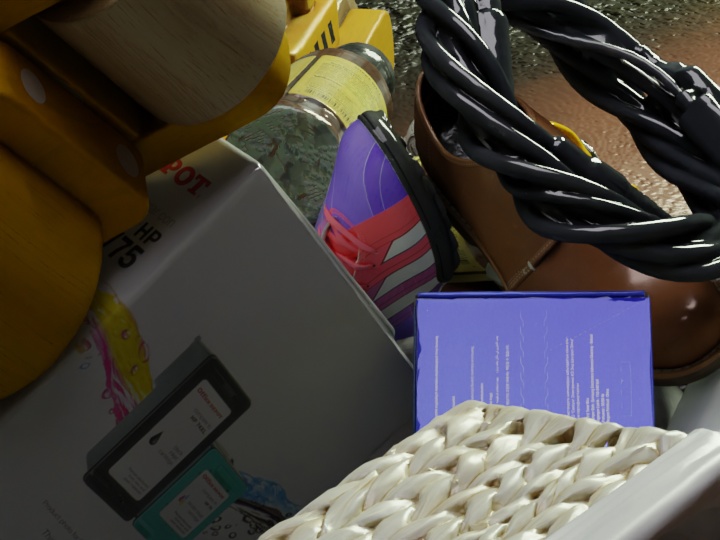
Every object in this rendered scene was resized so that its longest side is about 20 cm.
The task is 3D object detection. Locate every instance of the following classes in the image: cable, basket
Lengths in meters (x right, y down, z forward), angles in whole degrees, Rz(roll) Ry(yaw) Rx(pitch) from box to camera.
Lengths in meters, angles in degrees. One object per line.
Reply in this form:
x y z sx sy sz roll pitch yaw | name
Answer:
0.089 -0.064 1.196 0.200 0.051 0.163 47 34 16 | cable
0.031 0.140 0.933 0.123 0.136 0.200 14 31 36 | basket

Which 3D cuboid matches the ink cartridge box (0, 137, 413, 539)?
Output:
-0.107 0.048 1.165 0.200 0.146 0.147 -44 37 -9 | ink cartridge box

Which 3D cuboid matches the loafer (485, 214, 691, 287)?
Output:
0.158 0.005 1.283 0.199 0.063 0.072 17 5 6 | loafer

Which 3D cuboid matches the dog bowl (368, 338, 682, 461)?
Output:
0.055 0.089 1.234 0.199 0.059 0.200 -3 26 1 | dog bowl

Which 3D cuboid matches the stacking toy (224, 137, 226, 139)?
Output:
-0.103 -0.046 1.374 0.145 0.201 0.146 -5 26 2 | stacking toy

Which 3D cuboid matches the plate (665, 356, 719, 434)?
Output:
0.229 0.069 1.171 0.199 0.032 0.200 21 49 11 | plate

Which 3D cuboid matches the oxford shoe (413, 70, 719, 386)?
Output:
0.083 -0.021 1.225 0.071 0.071 0.200 -40 52 -12 | oxford shoe

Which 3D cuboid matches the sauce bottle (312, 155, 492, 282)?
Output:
0.024 -0.025 1.415 0.066 0.066 0.200 -24 14 -35 | sauce bottle

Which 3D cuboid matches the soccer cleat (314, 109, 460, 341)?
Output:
0.000 0.000 1.303 0.073 0.200 0.068 -25 65 -10 | soccer cleat

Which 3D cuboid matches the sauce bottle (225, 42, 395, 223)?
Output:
-0.017 -0.073 1.400 0.064 0.065 0.200 2 16 12 | sauce bottle

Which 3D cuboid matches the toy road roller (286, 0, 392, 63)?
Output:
-0.062 -0.131 1.582 0.122 0.147 0.200 3 27 14 | toy road roller

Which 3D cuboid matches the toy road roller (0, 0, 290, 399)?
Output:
-0.124 -0.044 1.060 0.199 0.123 0.147 -27 51 21 | toy road roller

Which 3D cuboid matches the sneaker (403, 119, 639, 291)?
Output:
0.086 -0.042 1.457 0.078 0.083 0.200 5 20 -32 | sneaker

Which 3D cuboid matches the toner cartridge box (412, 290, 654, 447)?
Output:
0.067 0.106 1.098 0.094 0.043 0.201 -1 63 4 | toner cartridge box
